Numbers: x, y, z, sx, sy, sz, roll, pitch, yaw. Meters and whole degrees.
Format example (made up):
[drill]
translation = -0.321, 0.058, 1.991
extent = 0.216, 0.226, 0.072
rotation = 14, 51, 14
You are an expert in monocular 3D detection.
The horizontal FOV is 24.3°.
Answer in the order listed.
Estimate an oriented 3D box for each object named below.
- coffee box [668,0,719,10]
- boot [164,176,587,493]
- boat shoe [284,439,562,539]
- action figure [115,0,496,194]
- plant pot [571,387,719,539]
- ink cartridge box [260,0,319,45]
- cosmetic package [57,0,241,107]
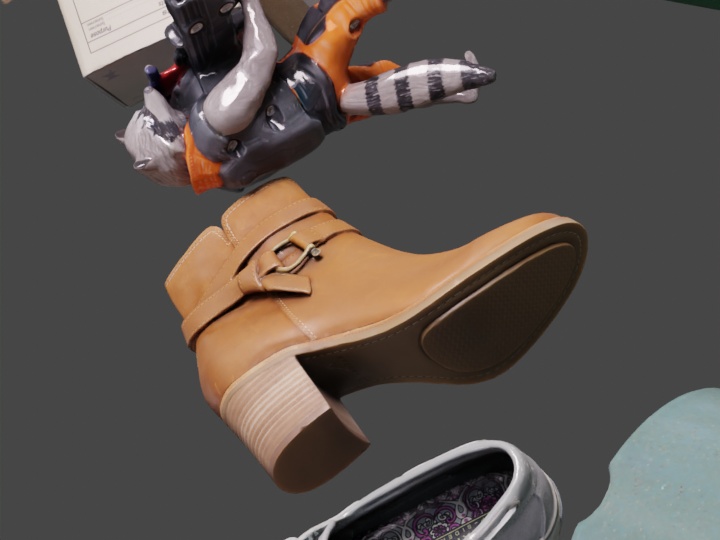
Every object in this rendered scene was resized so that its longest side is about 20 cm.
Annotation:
[coffee box]
translation = 0.158, -0.211, 0.932
extent = 0.198, 0.044, 0.124
rotation = 15, 64, 31
[boot]
translation = 0.000, 0.000, 0.836
extent = 0.199, 0.074, 0.155
rotation = -33, 47, -5
[boat shoe]
translation = -0.006, 0.135, 0.741
extent = 0.199, 0.072, 0.070
rotation = -31, 51, 2
[action figure]
translation = -0.039, -0.104, 0.853
extent = 0.192, 0.200, 0.105
rotation = -26, 63, 2
[plant pot]
translation = 0.186, 0.141, 0.594
extent = 0.195, 0.201, 0.201
rotation = 19, 65, 41
[ink cartridge box]
translation = -0.006, -0.235, 0.893
extent = 0.199, 0.165, 0.076
rotation = -28, 45, 22
[cosmetic package]
translation = -0.138, -0.213, 0.990
extent = 0.103, 0.073, 0.202
rotation = -21, 77, 8
